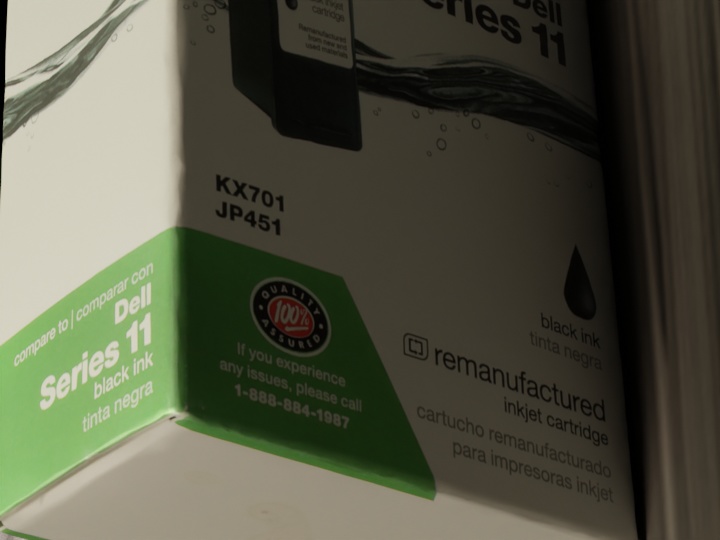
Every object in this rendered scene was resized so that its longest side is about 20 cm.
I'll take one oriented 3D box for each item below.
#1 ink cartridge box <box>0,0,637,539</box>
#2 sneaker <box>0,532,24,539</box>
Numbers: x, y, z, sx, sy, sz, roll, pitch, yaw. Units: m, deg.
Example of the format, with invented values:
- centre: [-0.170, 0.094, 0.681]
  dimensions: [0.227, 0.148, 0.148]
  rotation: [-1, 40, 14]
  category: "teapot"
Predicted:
- centre: [-0.013, -0.023, 0.661]
  dimensions: [0.083, 0.146, 0.201]
  rotation: [-32, 50, 43]
  category: "ink cartridge box"
- centre: [-0.105, 0.043, 0.798]
  dimensions: [0.070, 0.108, 0.202]
  rotation: [-41, -56, -71]
  category: "sneaker"
